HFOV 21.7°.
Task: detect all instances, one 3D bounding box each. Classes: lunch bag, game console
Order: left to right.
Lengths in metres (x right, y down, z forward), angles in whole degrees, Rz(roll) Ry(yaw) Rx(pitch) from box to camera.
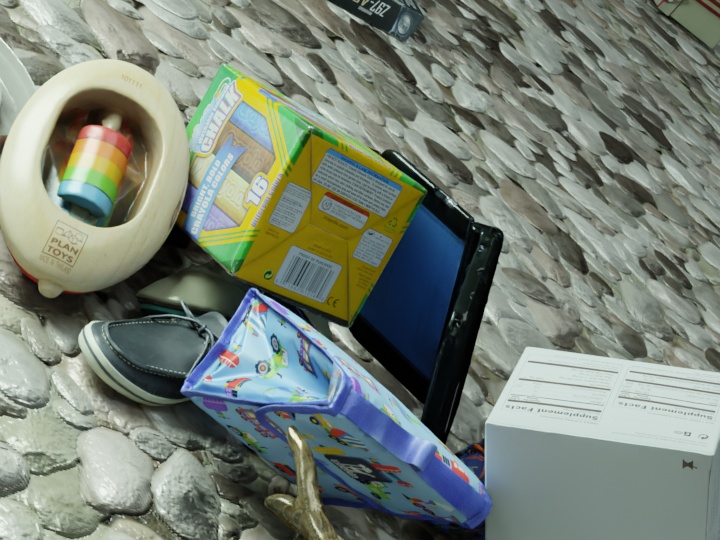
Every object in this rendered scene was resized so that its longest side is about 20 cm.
[{"bbox_3d":[-0.003,0.104,1.271,0.150,0.094,0.200,42,-15,-29],"label":"lunch bag"},{"bbox_3d":[0.031,0.044,1.439,0.116,0.201,0.176,17,42,7],"label":"game console"}]

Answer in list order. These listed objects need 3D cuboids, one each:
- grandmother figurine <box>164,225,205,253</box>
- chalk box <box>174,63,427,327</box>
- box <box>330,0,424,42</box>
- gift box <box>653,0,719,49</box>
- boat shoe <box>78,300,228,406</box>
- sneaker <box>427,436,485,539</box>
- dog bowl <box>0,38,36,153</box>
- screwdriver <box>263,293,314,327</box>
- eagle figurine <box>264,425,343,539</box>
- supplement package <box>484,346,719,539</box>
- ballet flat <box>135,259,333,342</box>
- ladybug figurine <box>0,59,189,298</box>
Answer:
[{"bbox_3d":[-0.164,-0.045,1.499,0.121,0.061,0.199,24,15,31],"label":"grandmother figurine"},{"bbox_3d":[-0.066,-0.067,1.428,0.124,0.124,0.200,24,10,-37],"label":"chalk box"},{"bbox_3d":[-0.017,-0.394,2.416,0.160,0.044,0.201,24,27,-37],"label":"box"},{"bbox_3d":[0.675,-0.576,3.725,0.186,0.185,0.200,33,17,-24],"label":"gift box"},{"bbox_3d":[-0.119,0.060,1.360,0.199,0.062,0.075,15,35,-46],"label":"boat shoe"},{"bbox_3d":[0.111,0.152,1.417,0.078,0.200,0.076,0,54,-29],"label":"sneaker"},{"bbox_3d":[-0.337,-0.148,1.397,0.199,0.059,0.200,34,22,-16],"label":"dog bowl"},{"bbox_3d":[-0.016,0.097,1.442,0.201,0.028,0.029,57,-9,-9],"label":"screwdriver"},{"bbox_3d":[0.007,0.218,1.225,0.153,0.150,0.200,-69,151,-27],"label":"eagle figurine"},{"bbox_3d":[0.173,0.174,1.302,0.155,0.201,0.111,7,27,17],"label":"supplement package"},{"bbox_3d":[-0.092,0.025,1.456,0.199,0.069,0.070,25,26,-47],"label":"ballet flat"},{"bbox_3d":[-0.200,-0.062,1.373,0.135,0.072,0.201,28,56,-12],"label":"ladybug figurine"}]
